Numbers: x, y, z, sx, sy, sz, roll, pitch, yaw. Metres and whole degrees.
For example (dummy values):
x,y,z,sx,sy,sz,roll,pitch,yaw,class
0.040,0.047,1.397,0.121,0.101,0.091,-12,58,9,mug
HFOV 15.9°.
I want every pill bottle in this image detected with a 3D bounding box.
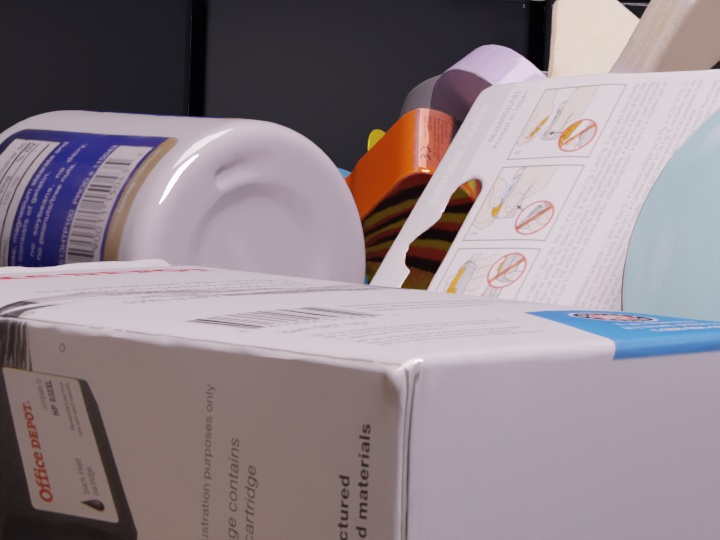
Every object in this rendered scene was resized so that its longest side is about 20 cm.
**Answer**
x,y,z,sx,sy,sz,roll,pitch,yaw,class
-0.103,-0.006,1.073,0.119,0.121,0.199,-1,6,-40,pill bottle

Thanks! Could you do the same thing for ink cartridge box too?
x,y,z,sx,sy,sz,roll,pitch,yaw,class
-0.020,0.047,0.605,0.199,0.084,0.145,6,6,41,ink cartridge box
0.092,0.007,0.848,0.199,0.163,0.050,-1,-40,45,ink cartridge box

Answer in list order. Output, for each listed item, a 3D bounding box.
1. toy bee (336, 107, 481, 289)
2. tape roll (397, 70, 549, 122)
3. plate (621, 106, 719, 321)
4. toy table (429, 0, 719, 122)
x,y,z,sx,sy,sz,roll,pitch,yaw,class
0.000,0.000,1.144,0.108,0.132,0.200,28,-22,-32,toy bee
0.109,-0.030,1.323,0.199,0.067,0.200,15,-18,5,tape roll
0.175,0.001,0.746,0.199,0.201,0.026,3,-32,12,plate
0.116,-0.045,1.130,0.117,0.184,0.200,-35,-22,-15,toy table
